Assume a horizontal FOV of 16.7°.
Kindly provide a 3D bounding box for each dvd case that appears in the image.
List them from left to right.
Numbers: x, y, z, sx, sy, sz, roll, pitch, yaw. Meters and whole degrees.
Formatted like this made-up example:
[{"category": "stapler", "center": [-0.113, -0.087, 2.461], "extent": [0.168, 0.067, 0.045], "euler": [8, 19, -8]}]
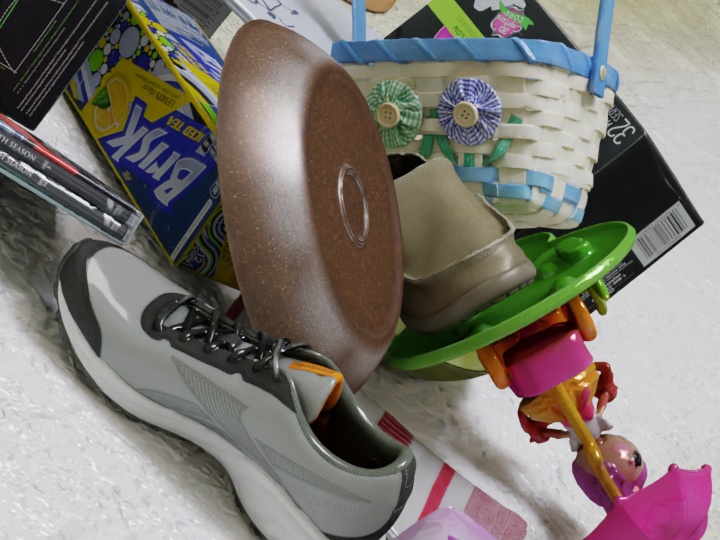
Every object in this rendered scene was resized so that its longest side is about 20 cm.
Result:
[{"category": "dvd case", "center": [-0.204, -0.082, 1.169], "extent": [0.199, 0.022, 0.146], "euler": [34, -1, -23]}]

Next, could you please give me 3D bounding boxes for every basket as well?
[{"category": "basket", "center": [0.073, -0.127, 1.475], "extent": [0.139, 0.175, 0.202], "euler": [22, 69, -60]}]

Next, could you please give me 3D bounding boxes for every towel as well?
[{"category": "towel", "center": [0.000, 0.093, 1.248], "extent": [0.200, 0.023, 0.144], "euler": [40, 17, -2]}]

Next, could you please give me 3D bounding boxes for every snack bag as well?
[{"category": "snack bag", "center": [-0.071, -0.197, 1.531], "extent": [0.200, 0.021, 0.188], "euler": [46, 17, 5]}]

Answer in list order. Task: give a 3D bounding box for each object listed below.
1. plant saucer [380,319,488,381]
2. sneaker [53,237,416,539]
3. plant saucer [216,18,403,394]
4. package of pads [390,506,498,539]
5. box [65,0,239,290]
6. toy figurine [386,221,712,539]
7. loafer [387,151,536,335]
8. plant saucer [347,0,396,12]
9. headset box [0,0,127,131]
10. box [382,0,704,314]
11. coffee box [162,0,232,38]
[{"category": "plant saucer", "center": [0.000, 0.000, 1.452], "extent": [0.200, 0.031, 0.200], "euler": [37, 18, -14]}, {"category": "sneaker", "center": [-0.054, 0.050, 1.127], "extent": [0.200, 0.079, 0.074], "euler": [40, 36, 5]}, {"category": "plant saucer", "center": [-0.018, -0.030, 1.227], "extent": [0.200, 0.036, 0.202], "euler": [-9, 90, -72]}, {"category": "package of pads", "center": [0.053, 0.192, 1.033], "extent": [0.120, 0.076, 0.200], "euler": [39, 18, -9]}, {"category": "box", "center": [-0.096, -0.074, 1.348], "extent": [0.064, 0.070, 0.200], "euler": [22, 23, -39]}, {"category": "toy figurine", "center": [0.118, 0.086, 1.352], "extent": [0.185, 0.149, 0.200], "euler": [62, -1, -9]}, {"category": "loafer", "center": [0.036, -0.019, 1.341], "extent": [0.068, 0.076, 0.200], "euler": [63, -10, -16]}, {"category": "plant saucer", "center": [-0.041, -0.295, 2.055], "extent": [0.200, 0.038, 0.200], "euler": [36, 18, -13]}, {"category": "headset box", "center": [-0.238, -0.190, 1.295], "extent": [0.199, 0.093, 0.174], "euler": [32, 15, -26]}, {"category": "box", "center": [0.100, -0.077, 1.608], "extent": [0.200, 0.148, 0.124], "euler": [55, 4, 38]}, {"category": "coffee box", "center": [-0.174, -0.220, 1.533], "extent": [0.200, 0.080, 0.113], "euler": [36, 19, -17]}]
